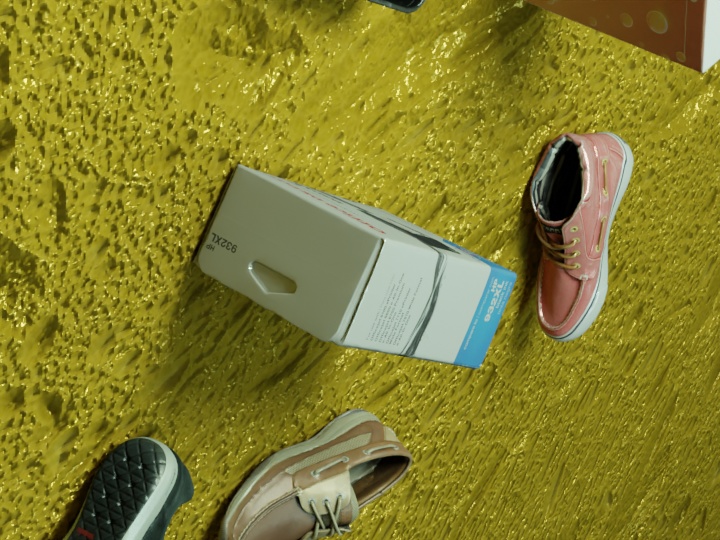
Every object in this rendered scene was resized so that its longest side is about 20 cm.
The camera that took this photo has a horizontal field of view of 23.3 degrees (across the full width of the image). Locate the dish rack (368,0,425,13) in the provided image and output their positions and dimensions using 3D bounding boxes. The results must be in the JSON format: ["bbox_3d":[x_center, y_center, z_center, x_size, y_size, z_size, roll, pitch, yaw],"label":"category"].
[{"bbox_3d":[0.017,-0.286,1.176,0.153,0.054,0.201,6,108,-57],"label":"dish rack"}]

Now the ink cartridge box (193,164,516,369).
[{"bbox_3d":[0.000,0.000,1.281,0.200,0.145,0.084,14,102,-57],"label":"ink cartridge box"}]

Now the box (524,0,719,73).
[{"bbox_3d":[0.206,-0.255,1.331,0.097,0.200,0.125,-39,141,-31],"label":"box"}]

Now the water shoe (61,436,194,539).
[{"bbox_3d":[-0.184,0.218,1.254,0.200,0.071,0.079,-55,150,-9],"label":"water shoe"}]

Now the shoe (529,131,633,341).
[{"bbox_3d":[0.186,-0.031,1.599,0.091,0.071,0.201,-2,110,-53],"label":"shoe"}]

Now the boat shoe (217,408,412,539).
[{"bbox_3d":[-0.035,0.184,1.439,0.200,0.072,0.076,-36,139,-36],"label":"boat shoe"}]
